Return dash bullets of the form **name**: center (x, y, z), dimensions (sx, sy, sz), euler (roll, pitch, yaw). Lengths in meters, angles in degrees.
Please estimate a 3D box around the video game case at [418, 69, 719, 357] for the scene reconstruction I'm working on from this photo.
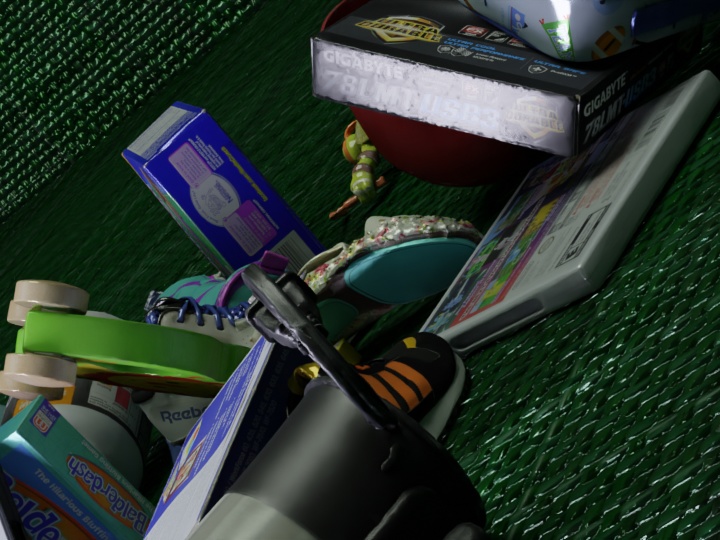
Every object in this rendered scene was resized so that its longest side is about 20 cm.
- **video game case**: center (0.128, -0.029, 1.565), dimensions (0.182, 0.023, 0.200), euler (-29, 19, 49)

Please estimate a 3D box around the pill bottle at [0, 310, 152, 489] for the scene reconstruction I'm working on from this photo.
- **pill bottle**: center (-0.221, 0.128, 1.924), dimensions (0.116, 0.116, 0.200), euler (-39, 22, 23)

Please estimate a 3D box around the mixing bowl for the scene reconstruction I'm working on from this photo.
- **mixing bowl**: center (0.075, -0.129, 1.780), dimensions (0.199, 0.109, 0.200), euler (-4, 30, 2)

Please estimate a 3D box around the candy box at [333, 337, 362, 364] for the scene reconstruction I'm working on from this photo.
- **candy box**: center (-0.058, 0.123, 1.645), dimensions (0.102, 0.026, 0.200), euler (-41, 11, 26)

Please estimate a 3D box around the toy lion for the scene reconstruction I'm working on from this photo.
- **toy lion**: center (-0.142, 0.059, 1.659), dimensions (0.200, 0.191, 0.069), euler (144, 133, -78)

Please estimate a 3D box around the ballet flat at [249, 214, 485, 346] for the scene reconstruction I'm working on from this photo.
- **ballet flat**: center (0.000, 0.000, 1.704), dimensions (0.200, 0.076, 0.064), euler (-29, 45, 29)

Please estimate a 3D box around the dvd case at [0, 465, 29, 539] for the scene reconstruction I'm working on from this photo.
- **dvd case**: center (-0.252, 0.236, 1.582), dimensions (0.143, 0.200, 0.018), euler (-39, -30, 24)

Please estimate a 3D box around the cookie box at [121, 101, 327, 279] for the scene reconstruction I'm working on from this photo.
- **cookie box**: center (-0.116, -0.055, 2.108), dimensions (0.075, 0.171, 0.200), euler (-41, 11, -4)

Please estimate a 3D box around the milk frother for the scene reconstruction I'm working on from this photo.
- **milk frother**: center (-0.051, 0.126, 1.196), dimensions (0.188, 0.200, 0.180), euler (-49, 17, -22)

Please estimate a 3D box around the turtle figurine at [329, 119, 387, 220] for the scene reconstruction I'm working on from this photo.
- **turtle figurine**: center (0.036, -0.136, 2.135), dimensions (0.161, 0.064, 0.200), euler (-34, 15, 38)

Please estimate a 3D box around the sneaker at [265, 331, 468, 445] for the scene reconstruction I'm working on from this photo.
- **sneaker**: center (0.001, 0.075, 1.454), dimensions (0.070, 0.090, 0.200), euler (-37, 14, 30)

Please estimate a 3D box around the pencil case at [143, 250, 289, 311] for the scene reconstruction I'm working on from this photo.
- **pencil case**: center (-0.104, 0.039, 1.942), dimensions (0.200, 0.085, 0.093), euler (-9, 64, 69)

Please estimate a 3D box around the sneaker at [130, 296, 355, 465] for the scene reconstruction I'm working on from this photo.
- **sneaker**: center (-0.092, 0.049, 1.798), dimensions (0.199, 0.115, 0.081), euler (-43, 13, 3)

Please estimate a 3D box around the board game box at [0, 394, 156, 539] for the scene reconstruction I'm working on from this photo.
- **board game box**: center (-0.230, 0.191, 1.677), dimensions (0.200, 0.152, 0.045), euler (-36, 14, 35)

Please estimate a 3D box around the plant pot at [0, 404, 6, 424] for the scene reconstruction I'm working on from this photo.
- **plant pot**: center (-0.320, 0.186, 2.034), dimensions (0.200, 0.135, 0.200), euler (-42, 12, 11)

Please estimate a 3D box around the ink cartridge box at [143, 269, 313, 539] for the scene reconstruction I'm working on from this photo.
- **ink cartridge box**: center (-0.082, 0.129, 1.468), dimensions (0.200, 0.047, 0.198), euler (-51, 13, 48)

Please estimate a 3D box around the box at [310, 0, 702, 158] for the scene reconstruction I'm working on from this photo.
- **box**: center (0.100, -0.150, 1.651), dimensions (0.200, 0.050, 0.198), euler (15, 33, 28)

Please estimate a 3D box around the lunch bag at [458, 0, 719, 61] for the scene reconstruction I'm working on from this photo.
- **lunch bag**: center (0.171, -0.206, 1.628), dimensions (0.200, 0.076, 0.160), euler (-22, 38, -32)
